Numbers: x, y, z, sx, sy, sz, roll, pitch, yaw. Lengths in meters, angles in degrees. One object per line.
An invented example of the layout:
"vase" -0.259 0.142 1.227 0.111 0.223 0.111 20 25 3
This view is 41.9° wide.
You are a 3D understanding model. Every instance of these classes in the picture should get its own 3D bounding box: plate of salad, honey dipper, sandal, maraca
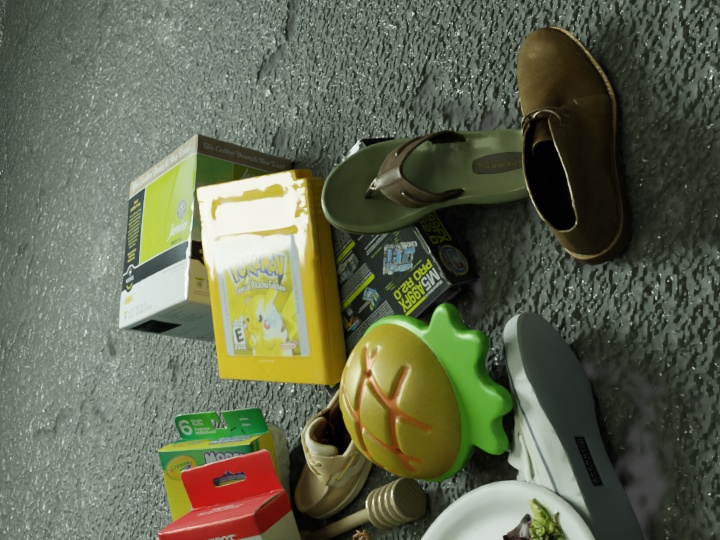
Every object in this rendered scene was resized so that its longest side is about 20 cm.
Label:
"plate of salad" 0.079 0.235 0.617 0.200 0.048 0.201 -36 40 37
"honey dipper" -0.011 0.237 0.884 0.200 0.038 0.038 -37 52 47
"sandal" 0.058 -0.084 0.776 0.199 0.057 0.081 -12 73 18
"maraca" 0.051 0.097 0.740 0.200 0.106 0.138 -32 80 58

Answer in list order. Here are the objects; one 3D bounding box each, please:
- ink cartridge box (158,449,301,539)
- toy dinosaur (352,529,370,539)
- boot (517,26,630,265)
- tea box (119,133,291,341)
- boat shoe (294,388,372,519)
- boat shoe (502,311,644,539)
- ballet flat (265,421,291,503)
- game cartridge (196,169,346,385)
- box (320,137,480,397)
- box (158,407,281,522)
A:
"ink cartridge box" -0.114 0.285 0.894 0.115 0.067 0.202 -18 90 24
"toy dinosaur" 0.009 0.335 0.803 0.135 0.102 0.201 -16 48 37
"boot" 0.149 -0.108 0.702 0.073 0.075 0.202 -25 60 32
"tea box" -0.190 -0.032 1.140 0.199 0.133 0.199 -19 66 52
"boat shoe" -0.022 0.159 0.892 0.201 0.069 0.074 -59 38 27
"boat shoe" 0.135 0.129 0.676 0.070 0.070 0.201 -41 55 38
"ballet flat" -0.108 0.257 1.011 0.072 0.071 0.201 46 120 51
"game cartridge" -0.092 0.009 0.923 0.175 0.032 0.202 -4 96 45
"box" 0.000 0.000 0.884 0.200 0.044 0.161 -47 66 39
"box" -0.134 0.243 0.957 0.116 0.048 0.202 -10 92 24
